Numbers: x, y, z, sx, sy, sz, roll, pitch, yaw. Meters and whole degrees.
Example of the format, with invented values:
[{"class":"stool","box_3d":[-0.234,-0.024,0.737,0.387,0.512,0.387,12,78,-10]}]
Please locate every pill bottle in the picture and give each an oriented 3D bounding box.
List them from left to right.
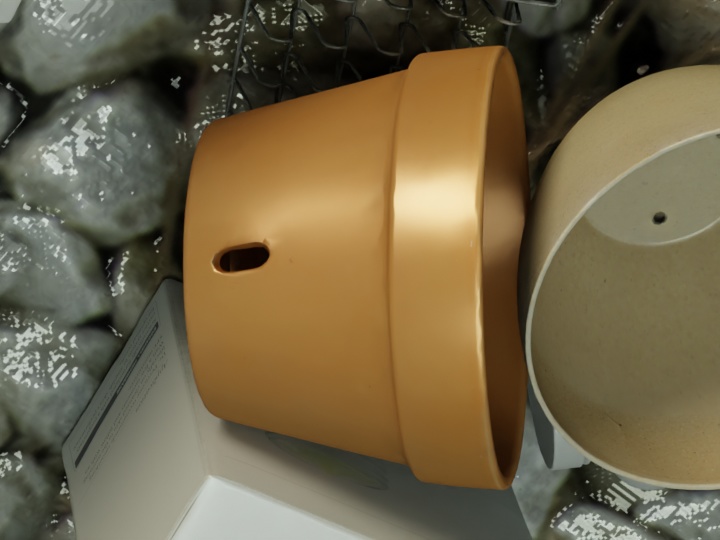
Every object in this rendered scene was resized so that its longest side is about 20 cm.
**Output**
[{"class":"pill bottle","box_3d":[0.188,0.048,1.519,0.199,0.113,0.113,-8,119,-5]}]

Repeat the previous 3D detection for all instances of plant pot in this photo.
[{"class":"plant pot","box_3d":[0.000,0.000,1.370,0.139,0.200,0.201,-1,119,9]},{"class":"plant pot","box_3d":[0.160,-0.017,1.401,0.199,0.135,0.201,-6,124,-8]}]

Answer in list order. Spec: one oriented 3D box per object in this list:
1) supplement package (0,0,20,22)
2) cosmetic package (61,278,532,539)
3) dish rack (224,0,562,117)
[{"class":"supplement package","box_3d":[-0.216,-0.179,1.201,0.200,0.111,0.156,-14,148,-45]},{"class":"cosmetic package","box_3d":[-0.028,0.131,1.475,0.199,0.200,0.123,24,111,-21]},{"class":"dish rack","box_3d":[0.005,-0.082,1.452,0.153,0.055,0.201,6,117,-12]}]
